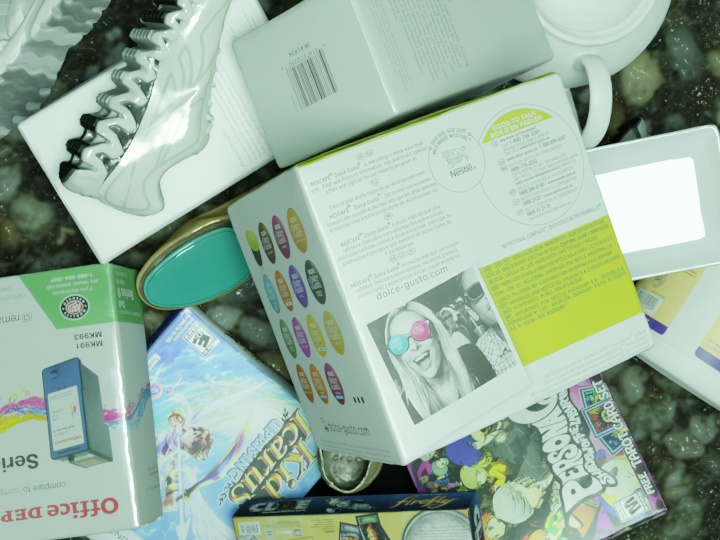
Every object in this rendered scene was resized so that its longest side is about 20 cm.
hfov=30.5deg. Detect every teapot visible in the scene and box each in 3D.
[{"bbox_3d":[0.168,-0.233,1.039,0.200,0.146,0.198,43,90,-13],"label":"teapot"}]

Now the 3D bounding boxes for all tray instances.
[{"bbox_3d":[0.190,-0.044,1.043,0.197,0.022,0.109,-11,96,8],"label":"tray"}]

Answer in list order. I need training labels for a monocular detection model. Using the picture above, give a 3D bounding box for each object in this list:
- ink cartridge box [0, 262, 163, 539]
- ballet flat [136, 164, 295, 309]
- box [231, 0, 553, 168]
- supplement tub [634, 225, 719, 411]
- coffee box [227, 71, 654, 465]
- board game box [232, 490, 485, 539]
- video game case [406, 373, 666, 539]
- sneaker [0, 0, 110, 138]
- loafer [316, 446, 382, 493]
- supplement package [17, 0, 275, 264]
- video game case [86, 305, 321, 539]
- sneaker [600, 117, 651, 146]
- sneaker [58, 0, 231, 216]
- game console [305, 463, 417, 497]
[{"bbox_3d":[-0.239,0.104,1.019,0.143,0.088,0.203,-7,87,4],"label":"ink cartridge box"},{"bbox_3d":[-0.093,-0.032,1.069,0.198,0.063,0.069,-26,125,-9],"label":"ballet flat"},{"bbox_3d":[0.027,-0.159,0.959,0.199,0.124,0.099,-25,94,-47],"label":"box"},{"bbox_3d":[0.316,0.007,1.096,0.145,0.145,0.201,33,92,-12],"label":"supplement tub"},{"bbox_3d":[0.048,0.000,0.921,0.198,0.199,0.200,-22,93,-19],"label":"coffee box"},{"bbox_3d":[0.005,0.248,1.051,0.197,0.035,0.137,-5,104,19],"label":"board game box"},{"bbox_3d":[0.127,0.144,1.089,0.179,0.036,0.202,-25,73,3],"label":"video game case"},{"bbox_3d":[-0.273,-0.180,1.028,0.200,0.075,0.082,-47,66,5],"label":"sneaker"},{"bbox_3d":[-0.002,0.086,1.041,0.075,0.068,0.203,-3,105,-1],"label":"loafer"},{"bbox_3d":[-0.145,-0.114,1.019,0.199,0.120,0.122,-31,102,-4],"label":"supplement package"},{"bbox_3d":[-0.140,0.158,1.096,0.181,0.045,0.201,40,90,-13],"label":"video game case"},{"bbox_3d":[0.193,-0.027,1.108,0.200,0.074,0.089,-44,100,0],"label":"sneaker"},{"bbox_3d":[-0.132,-0.131,0.928,0.081,0.075,0.201,30,94,-24],"label":"sneaker"},{"bbox_3d":[0.074,0.224,1.153,0.199,0.117,0.176,-37,132,-2],"label":"game console"}]
